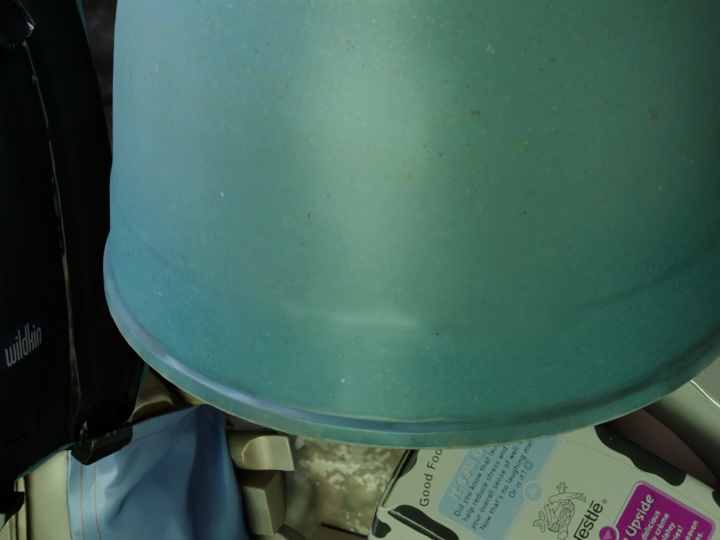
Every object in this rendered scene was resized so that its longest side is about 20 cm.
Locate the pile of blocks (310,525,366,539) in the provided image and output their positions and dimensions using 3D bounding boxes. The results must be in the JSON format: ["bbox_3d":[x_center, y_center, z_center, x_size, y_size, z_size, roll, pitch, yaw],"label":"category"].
[{"bbox_3d":[0.050,0.185,1.067,0.199,0.062,0.082,34,131,0],"label":"pile of blocks"}]

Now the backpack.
[{"bbox_3d":[-0.166,-0.025,0.887,0.152,0.176,0.202,9,113,27],"label":"backpack"}]

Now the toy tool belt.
[{"bbox_3d":[-0.078,0.107,1.037,0.122,0.125,0.201,5,126,33],"label":"toy tool belt"}]

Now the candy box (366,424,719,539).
[{"bbox_3d":[0.101,0.110,0.857,0.199,0.061,0.136,29,167,4],"label":"candy box"}]

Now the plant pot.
[{"bbox_3d":[0.020,-0.084,0.753,0.199,0.200,0.189,11,123,19],"label":"plant pot"}]

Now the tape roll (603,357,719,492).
[{"bbox_3d":[0.095,0.047,0.899,0.202,0.037,0.203,34,162,13],"label":"tape roll"}]
